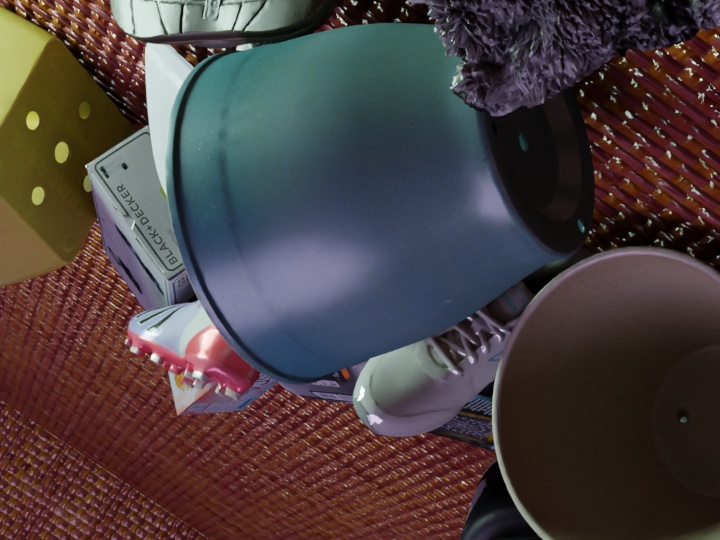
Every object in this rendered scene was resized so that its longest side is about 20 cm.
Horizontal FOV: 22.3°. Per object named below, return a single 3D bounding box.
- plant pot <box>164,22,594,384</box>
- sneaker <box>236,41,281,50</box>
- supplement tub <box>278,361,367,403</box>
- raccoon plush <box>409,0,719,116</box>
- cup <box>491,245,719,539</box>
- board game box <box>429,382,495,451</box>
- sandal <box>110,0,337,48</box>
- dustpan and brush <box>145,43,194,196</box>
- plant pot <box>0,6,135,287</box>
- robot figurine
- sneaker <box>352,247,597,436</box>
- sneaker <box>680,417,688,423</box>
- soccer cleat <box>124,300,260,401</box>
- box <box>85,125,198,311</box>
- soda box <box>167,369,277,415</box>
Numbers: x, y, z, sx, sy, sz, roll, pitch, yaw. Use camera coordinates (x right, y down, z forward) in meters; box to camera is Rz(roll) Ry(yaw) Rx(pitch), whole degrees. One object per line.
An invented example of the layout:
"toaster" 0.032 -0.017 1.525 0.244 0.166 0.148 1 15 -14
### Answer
"plant pot" 0.023 -0.054 1.033 0.187 0.201 0.200 -16 135 31
"sneaker" 0.003 -0.090 1.209 0.199 0.081 0.083 38 180 8
"supplement tub" 0.011 0.045 1.430 0.122 0.123 0.199 41 160 -24
"raccoon plush" 0.089 -0.167 0.874 0.199 0.097 0.134 -21 116 32
"cup" 0.204 0.094 1.169 0.199 0.202 0.143 19 -176 36
"board game box" 0.100 0.117 1.561 0.134 0.028 0.200 16 164 -9
"sandal" -0.083 -0.174 1.130 0.199 0.083 0.054 8 173 39
"dustpan and brush" -0.112 -0.067 1.312 0.140 0.057 0.202 -134 42 -58
"plant pot" -0.305 -0.103 1.494 0.175 0.201 0.200 7 151 33
"robot figurine" 0.142 0.217 1.483 0.124 0.151 0.200 30 -155 0
"sneaker" 0.080 0.039 1.216 0.071 0.199 0.080 54 161 17
"sneaker" 0.222 0.111 1.359 0.087 0.075 0.200 26 176 -28
"soccer cleat" -0.116 0.046 1.355 0.066 0.077 0.200 33 171 -22
"box" -0.158 -0.020 1.463 0.117 0.060 0.200 53 166 14
"soda box" -0.084 0.048 1.409 0.063 0.069 0.200 -3 159 -31
